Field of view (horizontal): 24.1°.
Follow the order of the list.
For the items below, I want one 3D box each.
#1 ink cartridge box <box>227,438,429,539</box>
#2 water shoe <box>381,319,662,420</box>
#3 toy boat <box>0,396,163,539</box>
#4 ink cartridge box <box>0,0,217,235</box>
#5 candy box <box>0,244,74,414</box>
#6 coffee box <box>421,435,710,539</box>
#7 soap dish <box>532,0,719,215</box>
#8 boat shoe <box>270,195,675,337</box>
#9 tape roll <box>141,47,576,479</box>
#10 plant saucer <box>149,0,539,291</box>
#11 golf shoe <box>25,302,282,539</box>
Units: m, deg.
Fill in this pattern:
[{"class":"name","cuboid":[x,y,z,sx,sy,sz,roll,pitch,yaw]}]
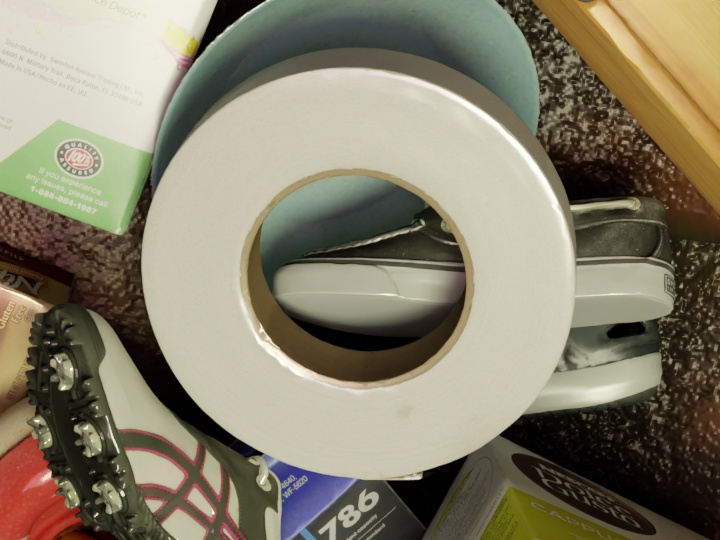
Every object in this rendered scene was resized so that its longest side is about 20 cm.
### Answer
[{"class":"ink cartridge box","cuboid":[-0.014,0.152,0.881,0.099,0.039,0.200,-41,133,-3]},{"class":"water shoe","cuboid":[0.057,0.042,0.893,0.199,0.072,0.079,-6,83,1]},{"class":"toy boat","cuboid":[-0.142,0.158,0.862,0.130,0.130,0.201,31,111,27]},{"class":"ink cartridge box","cuboid":[-0.141,-0.141,0.793,0.145,0.088,0.201,20,109,-11]},{"class":"candy box","cuboid":[-0.244,0.072,0.881,0.115,0.055,0.201,26,107,-12]},{"class":"coffee box","cuboid":[0.109,0.225,0.804,0.199,0.198,0.201,26,98,-8]},{"class":"soap dish","cuboid":[0.188,-0.132,0.818,0.157,0.081,0.200,-41,108,11]},{"class":"boat shoe","cuboid":[0.055,-0.006,0.839,0.199,0.071,0.064,-1,72,0]},{"class":"tape roll","cuboid":[0.000,0.000,0.772,0.202,0.037,0.204,2,113,6]},{"class":"plant saucer","cuboid":[-0.010,-0.068,0.830,0.200,0.039,0.202,-13,132,-15]},{"class":"golf shoe","cuboid":[-0.090,0.098,0.787,0.088,0.077,0.201,-30,107,-30]}]
